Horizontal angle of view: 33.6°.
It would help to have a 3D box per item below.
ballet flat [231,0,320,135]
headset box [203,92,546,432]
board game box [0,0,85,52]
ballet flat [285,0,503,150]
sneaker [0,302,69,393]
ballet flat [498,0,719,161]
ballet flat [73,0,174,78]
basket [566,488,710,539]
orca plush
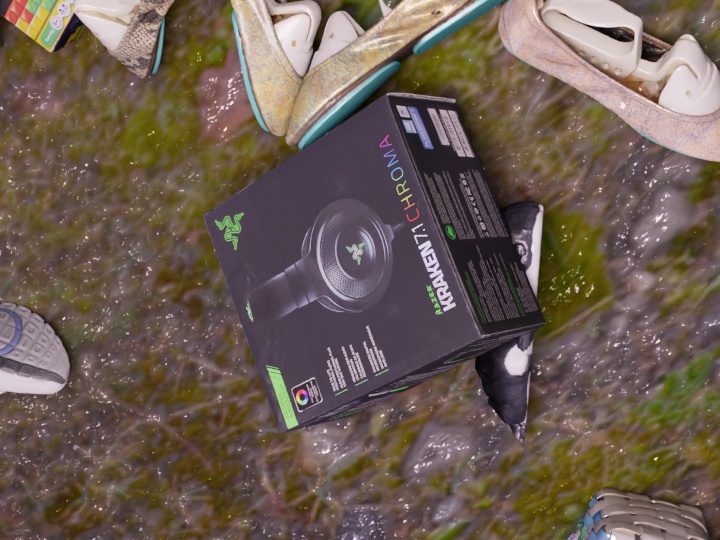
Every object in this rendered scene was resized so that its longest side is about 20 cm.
[{"bbox_3d":[-0.064,-0.194,0.830,0.070,0.071,0.201,-11,108,16],"label":"ballet flat"},{"bbox_3d":[0.000,0.000,0.839,0.199,0.093,0.175,-28,77,34],"label":"headset box"},{"bbox_3d":[-0.229,-0.285,0.840,0.165,0.057,0.200,36,115,-6],"label":"board game box"},{"bbox_3d":[0.017,-0.165,0.819,0.200,0.071,0.071,-37,102,6],"label":"ballet flat"},{"bbox_3d":[-0.337,0.074,1.019,0.199,0.075,0.088,12,127,14],"label":"sneaker"},{"bbox_3d":[0.187,-0.137,0.801,0.199,0.068,0.067,25,149,0],"label":"ballet flat"},{"bbox_3d":[-0.154,-0.195,0.809,0.075,0.068,0.200,-1,162,-25],"label":"ballet flat"},{"bbox_3d":[0.208,0.283,0.929,0.138,0.176,0.202,8,95,8],"label":"basket"},{"bbox_3d":[0.094,0.037,0.889,0.071,0.106,0.201,5,137,9],"label":"orca plush"}]
